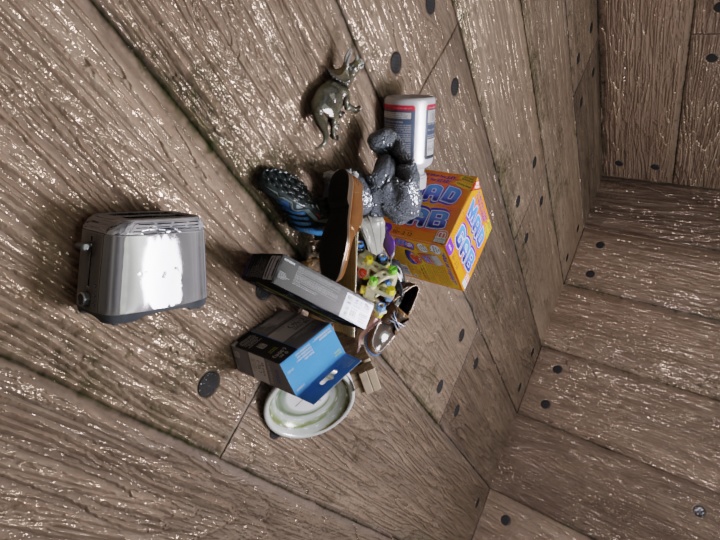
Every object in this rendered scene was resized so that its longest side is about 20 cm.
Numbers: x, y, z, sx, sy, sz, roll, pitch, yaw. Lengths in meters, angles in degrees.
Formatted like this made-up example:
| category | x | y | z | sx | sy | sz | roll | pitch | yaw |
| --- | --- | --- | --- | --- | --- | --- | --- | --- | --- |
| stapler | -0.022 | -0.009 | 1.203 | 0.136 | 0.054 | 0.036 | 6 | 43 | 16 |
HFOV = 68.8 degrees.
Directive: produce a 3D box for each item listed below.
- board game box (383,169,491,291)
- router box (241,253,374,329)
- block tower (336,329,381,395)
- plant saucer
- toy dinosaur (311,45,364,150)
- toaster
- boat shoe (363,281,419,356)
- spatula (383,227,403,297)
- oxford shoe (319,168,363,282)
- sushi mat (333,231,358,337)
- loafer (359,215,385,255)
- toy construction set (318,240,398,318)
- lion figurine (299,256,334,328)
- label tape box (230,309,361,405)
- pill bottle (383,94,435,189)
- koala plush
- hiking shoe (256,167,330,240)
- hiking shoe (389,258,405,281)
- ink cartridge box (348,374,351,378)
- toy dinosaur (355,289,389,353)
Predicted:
| category | x | y | z | sx | sy | sz | roll | pitch | yaw |
| --- | --- | --- | --- | --- | --- | --- | --- | --- | --- |
| board game box | 0.191 | -0.105 | 1.327 | 0.203 | 0.196 | 0.201 | -61 | 144 | -20 |
| router box | -0.095 | 0.036 | 0.933 | 0.197 | 0.156 | 0.053 | 30 | 77 | -29 |
| block tower | -0.009 | 0.194 | 1.164 | 0.053 | 0.200 | 0.059 | -20 | 113 | -5 |
| plant saucer | -0.110 | 0.267 | 1.106 | 0.194 | 0.051 | 0.205 | -11 | 126 | -14 |
| toy dinosaur | -0.059 | -0.319 | 1.009 | 0.103 | 0.076 | 0.202 | 48 | 67 | -38 |
| toaster | -0.290 | -0.011 | 0.727 | 0.198 | 0.111 | 0.133 | -10 | 108 | -52 |
| boat shoe | 0.074 | 0.105 | 1.221 | 0.072 | 0.072 | 0.203 | 38 | 64 | -22 |
| spatula | 0.074 | -0.016 | 1.193 | 0.057 | 0.020 | 0.203 | 94 | -9 | -46 |
| oxford shoe | -0.025 | -0.074 | 0.958 | 0.070 | 0.070 | 0.206 | 15 | 84 | -49 |
| sushi mat | -0.029 | 0.024 | 1.032 | 0.012 | 0.095 | 0.207 | 1 | 93 | -24 |
| loafer | 0.020 | -0.045 | 1.228 | 0.068 | 0.070 | 0.204 | -15 | 126 | -15 |
| toy construction set | 0.000 | 0.000 | 1.124 | 0.131 | 0.199 | 0.093 | -45 | 171 | -42 |
| lion figurine | -0.088 | 0.077 | 1.076 | 0.122 | 0.070 | 0.207 | 21 | 68 | -74 |
| label tape box | -0.117 | 0.149 | 0.964 | 0.143 | 0.196 | 0.065 | -35 | 126 | -44 |
| pill bottle | 0.111 | -0.295 | 1.211 | 0.119 | 0.117 | 0.206 | -26 | 123 | -48 |
| koala plush | 0.010 | -0.165 | 1.084 | 0.195 | 0.186 | 0.180 | -15 | 142 | -23 |
| hiking shoe | -0.119 | -0.112 | 0.976 | 0.198 | 0.086 | 0.076 | 29 | 34 | -37 |
| hiking shoe | 0.068 | 0.076 | 1.300 | 0.101 | 0.073 | 0.206 | -55 | 154 | -79 |
| ink cartridge box | -0.077 | 0.243 | 1.201 | 0.095 | 0.043 | 0.202 | -56 | 141 | -29 |
| toy dinosaur | 0.022 | 0.082 | 1.174 | 0.087 | 0.131 | 0.203 | 85 | 4 | -45 |
